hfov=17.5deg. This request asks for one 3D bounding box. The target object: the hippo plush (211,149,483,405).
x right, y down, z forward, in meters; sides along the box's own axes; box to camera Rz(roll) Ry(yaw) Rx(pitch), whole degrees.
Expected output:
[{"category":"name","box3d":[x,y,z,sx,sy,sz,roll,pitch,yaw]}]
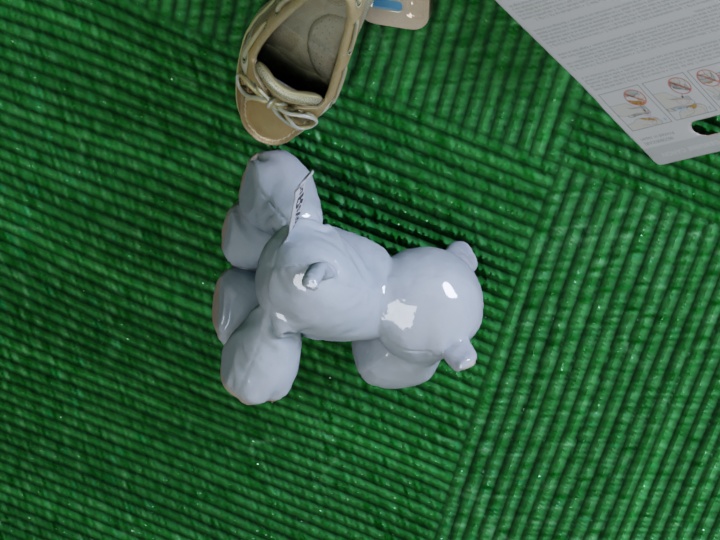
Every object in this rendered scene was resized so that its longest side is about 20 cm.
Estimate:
[{"category":"hippo plush","box3d":[0.000,0.000,1.578,0.160,0.160,0.200,7,147,-20]}]

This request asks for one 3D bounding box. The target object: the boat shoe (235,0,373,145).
[{"category":"boat shoe","box3d":[-0.038,-0.140,1.507,0.073,0.063,0.201,30,140,-7]}]

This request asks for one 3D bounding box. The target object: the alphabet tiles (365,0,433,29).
[{"category":"alphabet tiles","box3d":[0.001,-0.248,1.465,0.194,0.015,0.201,11,125,14]}]

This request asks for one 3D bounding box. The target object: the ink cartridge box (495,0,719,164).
[{"category":"ink cartridge box","box3d":[0.185,-0.154,1.420,0.200,0.057,0.162,37,150,-31]}]
